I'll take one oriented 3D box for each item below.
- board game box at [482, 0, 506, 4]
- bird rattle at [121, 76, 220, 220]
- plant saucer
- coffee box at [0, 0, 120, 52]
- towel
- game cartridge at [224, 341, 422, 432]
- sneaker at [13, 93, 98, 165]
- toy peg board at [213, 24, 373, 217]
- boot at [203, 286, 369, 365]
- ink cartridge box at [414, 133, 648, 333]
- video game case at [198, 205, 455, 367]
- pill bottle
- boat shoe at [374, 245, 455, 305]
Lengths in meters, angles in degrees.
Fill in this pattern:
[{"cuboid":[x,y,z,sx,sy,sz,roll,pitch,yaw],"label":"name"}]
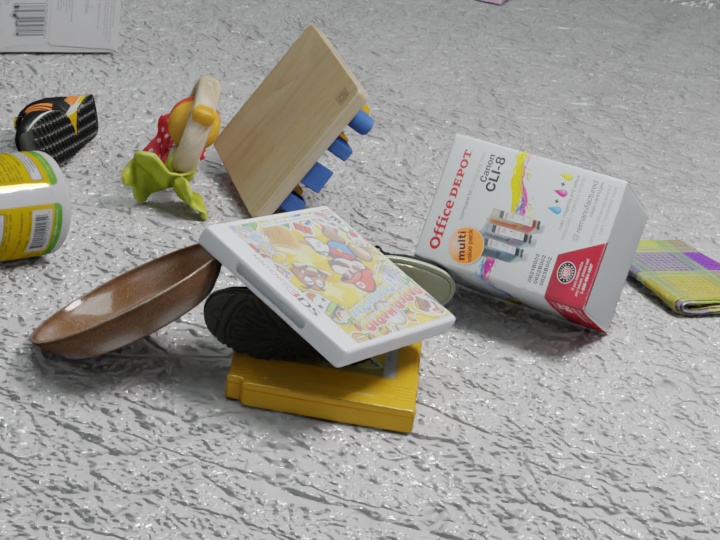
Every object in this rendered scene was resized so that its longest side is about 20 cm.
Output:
[{"cuboid":[0.233,-0.624,3.518,0.199,0.044,0.199,15,23,13],"label":"board game box"},{"cuboid":[-0.200,-0.155,1.962,0.112,0.163,0.200,26,29,-6],"label":"bird rattle"},{"cuboid":[-0.208,0.032,1.518,0.200,0.037,0.200,-25,13,6],"label":"plant saucer"},{"cuboid":[-0.499,-0.459,2.546,0.199,0.200,0.198,-5,25,-33],"label":"coffee box"},{"cuboid":[0.383,0.008,1.963,0.143,0.023,0.200,-2,23,-26],"label":"towel"},{"cuboid":[-0.030,0.085,1.565,0.176,0.033,0.200,9,20,0],"label":"game cartridge"},{"cuboid":[-0.400,-0.173,2.050,0.090,0.070,0.200,-1,18,15],"label":"sneaker"},{"cuboid":[-0.061,-0.164,2.012,0.098,0.200,0.199,32,15,-34],"label":"toy peg board"},{"cuboid":[-0.070,0.005,1.583,0.181,0.073,0.200,16,34,-20],"label":"boot"},{"cuboid":[0.184,-0.040,1.762,0.199,0.146,0.145,18,-5,22],"label":"ink cartridge box"},{"cuboid":[-0.027,0.009,1.520,0.182,0.023,0.200,41,26,21],"label":"video game case"},{"cuboid":[-0.406,-0.059,1.668,0.200,0.111,0.111,-10,28,-41],"label":"pill bottle"},{"cuboid":[0.000,0.002,1.737,0.199,0.075,0.066,-2,33,-3],"label":"boat shoe"}]
